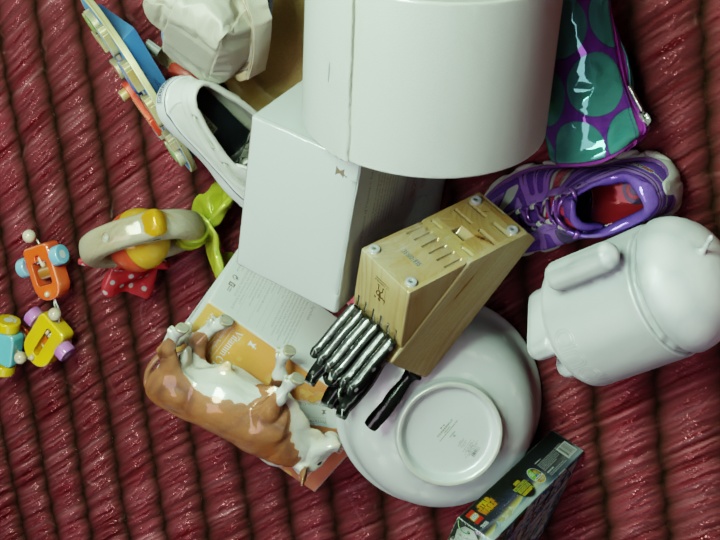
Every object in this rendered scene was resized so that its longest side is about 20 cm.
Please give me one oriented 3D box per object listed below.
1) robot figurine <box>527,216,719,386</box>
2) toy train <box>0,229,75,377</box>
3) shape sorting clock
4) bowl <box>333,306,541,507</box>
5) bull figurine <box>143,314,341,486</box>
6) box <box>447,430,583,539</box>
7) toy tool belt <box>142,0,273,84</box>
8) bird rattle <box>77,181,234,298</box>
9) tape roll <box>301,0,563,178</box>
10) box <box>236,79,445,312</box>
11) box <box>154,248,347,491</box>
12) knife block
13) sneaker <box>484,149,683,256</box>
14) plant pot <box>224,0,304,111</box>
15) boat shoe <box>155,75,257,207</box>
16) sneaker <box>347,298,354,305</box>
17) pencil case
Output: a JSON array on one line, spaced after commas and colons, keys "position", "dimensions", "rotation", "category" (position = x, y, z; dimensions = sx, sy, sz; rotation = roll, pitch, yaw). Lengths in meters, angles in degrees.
[{"position": [0.230, 0.026, 1.130], "dimensions": [0.199, 0.168, 0.114], "rotation": [-27, 50, 42], "category": "robot figurine"}, {"position": [-0.389, 0.040, 1.583], "dimensions": [0.198, 0.055, 0.152], "rotation": [-21, 92, 33], "category": "toy train"}, {"position": [-0.220, -0.182, 1.336], "dimensions": [0.201, 0.039, 0.200], "rotation": [53, 170, 14], "category": "shape sorting clock"}, {"position": [0.075, 0.133, 1.227], "dimensions": [0.198, 0.090, 0.204], "rotation": [-1, 104, -3], "category": "bowl"}, {"position": [-0.106, 0.118, 1.254], "dimensions": [0.197, 0.065, 0.123], "rotation": [21, 122, 1], "category": "bull figurine"}, {"position": [0.123, 0.241, 1.222], "dimensions": [0.040, 0.199, 0.138], "rotation": [31, 119, 20], "category": "box"}, {"position": [-0.124, -0.240, 1.251], "dimensions": [0.124, 0.124, 0.200], "rotation": [35, 167, -1], "category": "toy tool belt"}, {"position": [-0.219, -0.035, 1.391], "dimensions": [0.197, 0.163, 0.115], "rotation": [-8, 83, 25], "category": "bird rattle"}, {"position": [0.054, -0.179, 1.053], "dimensions": [0.201, 0.202, 0.141], "rotation": [21, 127, 26], "category": "tape roll"}, {"position": [-0.006, -0.089, 1.183], "dimensions": [0.105, 0.200, 0.154], "rotation": [25, 128, 19], "category": "box"}, {"position": [-0.082, 0.098, 1.332], "dimensions": [0.199, 0.098, 0.125], "rotation": [35, 125, -7], "category": "box"}, {"position": [0.046, 0.046, 1.168], "dimensions": [0.064, 0.198, 0.177], "rotation": [42, 143, 31], "category": "knife block"}, {"position": [0.174, -0.057, 1.165], "dimensions": [0.198, 0.083, 0.082], "rotation": [-16, 96, 36], "category": "sneaker"}, {"position": [-0.065, -0.239, 1.297], "dimensions": [0.198, 0.027, 0.203], "rotation": [12, 112, 30], "category": "plant pot"}, {"position": [-0.104, -0.113, 1.279], "dimensions": [0.065, 0.072, 0.200], "rotation": [8, 149, 49], "category": "boat shoe"}, {"position": [0.000, 0.000, 1.304], "dimensions": [0.201, 0.073, 0.087], "rotation": [51, 128, 10], "category": "sneaker"}, {"position": [0.182, -0.192, 1.116], "dimensions": [0.091, 0.085, 0.203], "rotation": [-8, 100, 31], "category": "pencil case"}]
